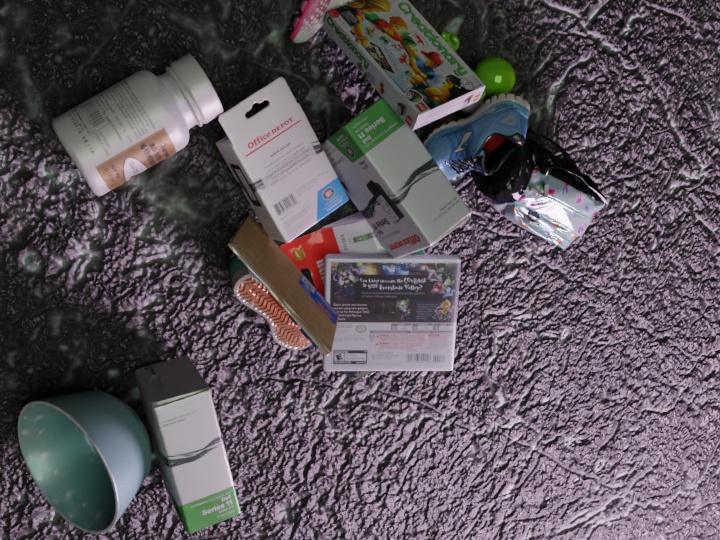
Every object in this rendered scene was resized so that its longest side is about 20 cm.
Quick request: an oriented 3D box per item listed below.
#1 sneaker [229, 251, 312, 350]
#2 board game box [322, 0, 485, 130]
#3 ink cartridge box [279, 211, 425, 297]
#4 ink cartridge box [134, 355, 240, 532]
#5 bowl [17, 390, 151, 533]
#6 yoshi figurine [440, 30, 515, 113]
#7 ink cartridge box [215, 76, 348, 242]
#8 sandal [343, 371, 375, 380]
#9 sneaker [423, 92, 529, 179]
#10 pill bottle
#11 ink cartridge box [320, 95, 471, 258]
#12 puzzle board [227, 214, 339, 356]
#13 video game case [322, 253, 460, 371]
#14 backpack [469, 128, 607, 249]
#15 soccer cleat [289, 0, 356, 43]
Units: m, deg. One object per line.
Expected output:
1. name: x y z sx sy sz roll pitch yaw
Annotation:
1. sneaker: -0.123 0.038 1.491 0.071 0.080 0.200 -29 135 8
2. board game box: 0.057 -0.286 1.384 0.126 0.035 0.200 -28 70 -32
3. ink cartridge box: 0.000 0.000 1.535 0.199 0.050 0.161 -23 111 -15
4. ink cartridge box: -0.244 0.239 1.451 0.083 0.147 0.201 -17 111 -17
5. bowl: -0.363 0.244 1.412 0.105 0.200 0.201 -33 118 -45
6. yoshi figurine: 0.138 -0.283 1.473 0.199 0.112 0.113 13 94 -25
7. ink cartridge box: -0.116 -0.154 1.429 0.116 0.068 0.200 -36 114 -19
8. sandal: 0.062 0.107 1.586 0.200 0.048 0.075 -34 113 -7
9. sneaker: 0.157 -0.171 1.477 0.078 0.090 0.200 23 141 -33
10. pill bottle: -0.285 -0.193 1.340 0.200 0.114 0.115 -32 113 -9
11. ink cartridge box: 0.043 -0.123 1.427 0.083 0.147 0.200 -39 96 -19
12. puzzle board: -0.104 0.019 1.427 0.017 0.151 0.200 -38 101 13
13. video game case: 0.044 0.063 1.537 0.199 0.023 0.182 0 110 -4
14. backpack: 0.266 -0.123 1.549 0.200 0.167 0.127 26 113 -29
15. soccer cleat: -0.022 -0.386 1.401 0.086 0.070 0.200 28 93 -15
